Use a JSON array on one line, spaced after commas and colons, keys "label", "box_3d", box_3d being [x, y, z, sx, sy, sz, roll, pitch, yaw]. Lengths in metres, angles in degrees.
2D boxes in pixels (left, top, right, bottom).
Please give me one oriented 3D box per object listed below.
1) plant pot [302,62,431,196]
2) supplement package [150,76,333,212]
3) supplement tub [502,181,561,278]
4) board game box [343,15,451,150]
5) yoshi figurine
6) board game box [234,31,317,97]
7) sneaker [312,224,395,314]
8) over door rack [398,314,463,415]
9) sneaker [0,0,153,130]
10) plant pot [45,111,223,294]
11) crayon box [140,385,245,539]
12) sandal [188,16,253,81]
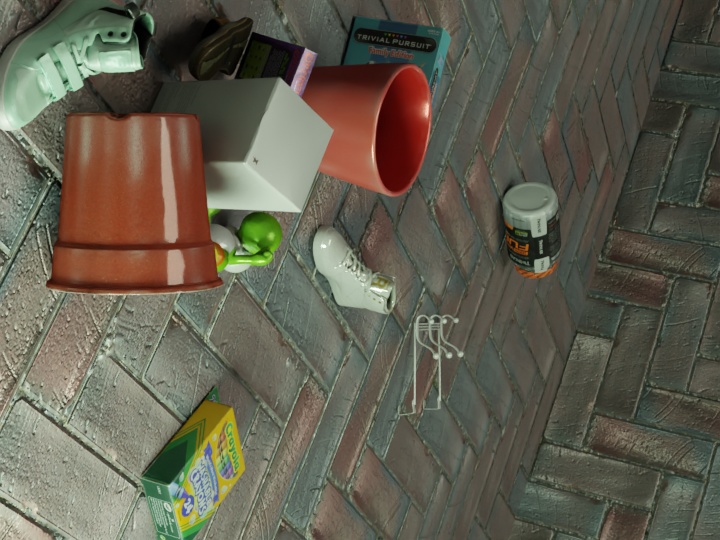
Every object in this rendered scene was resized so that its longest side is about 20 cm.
[{"label": "plant pot", "box_3d": [-0.013, -0.219, 1.966, 0.200, 0.177, 0.201, -39, 135, -54]}, {"label": "supplement package", "box_3d": [-0.157, -0.152, 1.627, 0.120, 0.200, 0.122, 41, 63, -45]}, {"label": "supplement tub", "box_3d": [0.382, -0.087, 2.956, 0.123, 0.122, 0.200, -57, 148, -39]}, {"label": "board game box", "box_3d": [0.042, -0.288, 2.087, 0.047, 0.151, 0.201, 31, 72, -69]}, {"label": "yoshi figurine", "box_3d": [-0.172, -0.045, 1.790, 0.200, 0.112, 0.113, -2, 96, -68]}, {"label": "board game box", "box_3d": [-0.135, -0.204, 1.737, 0.032, 0.120, 0.200, 18, 95, -40]}, {"label": "sneaker", "box_3d": [0.000, 0.000, 2.171, 0.074, 0.115, 0.200, -64, 151, -24]}, {"label": "over door rack", "box_3d": [0.145, 0.188, 2.630, 0.148, 0.066, 0.201, 5, 96, -65]}, {"label": "sneaker", "box_3d": [-0.300, -0.220, 1.412, 0.201, 0.118, 0.074, -60, 152, -32]}, {"label": "plant pot", "box_3d": [-0.254, -0.080, 1.505, 0.201, 0.200, 0.196, -11, 103, -64]}, {"label": "crayon box", "box_3d": [-0.224, 0.275, 1.879, 0.200, 0.051, 0.126, -53, 146, -44]}, {"label": "sandal", "box_3d": [-0.186, -0.287, 1.701, 0.082, 0.054, 0.200, -63, 175, 23]}]
